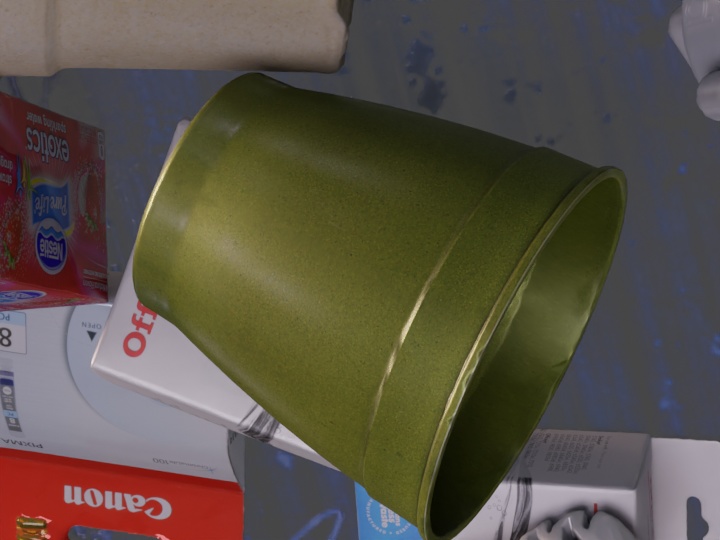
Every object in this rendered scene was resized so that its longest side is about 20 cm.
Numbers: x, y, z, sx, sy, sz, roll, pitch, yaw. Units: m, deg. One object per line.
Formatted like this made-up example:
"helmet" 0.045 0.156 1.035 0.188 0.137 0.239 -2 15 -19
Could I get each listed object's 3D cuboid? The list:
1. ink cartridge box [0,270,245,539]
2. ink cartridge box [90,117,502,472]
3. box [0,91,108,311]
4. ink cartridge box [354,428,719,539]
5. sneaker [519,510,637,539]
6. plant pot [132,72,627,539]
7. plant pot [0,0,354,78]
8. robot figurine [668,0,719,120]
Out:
"ink cartridge box" -0.147 0.098 1.610 0.159 0.047 0.201 7 113 12
"ink cartridge box" -0.026 0.023 1.491 0.199 0.084 0.147 20 86 5
"box" -0.206 -0.034 1.467 0.095 0.200 0.101 -3 84 14
"ink cartridge box" 0.103 0.153 1.556 0.198 0.068 0.117 1 114 14
"sneaker" 0.058 0.194 1.504 0.199 0.081 0.075 -27 107 27
"plant pot" 0.000 0.000 1.367 0.192 0.200 0.201 27 119 16
"plant pot" -0.088 -0.179 1.404 0.182 0.201 0.202 8 116 -1
"robot figurine" 0.231 -0.126 1.339 0.113 0.170 0.200 51 155 -13
